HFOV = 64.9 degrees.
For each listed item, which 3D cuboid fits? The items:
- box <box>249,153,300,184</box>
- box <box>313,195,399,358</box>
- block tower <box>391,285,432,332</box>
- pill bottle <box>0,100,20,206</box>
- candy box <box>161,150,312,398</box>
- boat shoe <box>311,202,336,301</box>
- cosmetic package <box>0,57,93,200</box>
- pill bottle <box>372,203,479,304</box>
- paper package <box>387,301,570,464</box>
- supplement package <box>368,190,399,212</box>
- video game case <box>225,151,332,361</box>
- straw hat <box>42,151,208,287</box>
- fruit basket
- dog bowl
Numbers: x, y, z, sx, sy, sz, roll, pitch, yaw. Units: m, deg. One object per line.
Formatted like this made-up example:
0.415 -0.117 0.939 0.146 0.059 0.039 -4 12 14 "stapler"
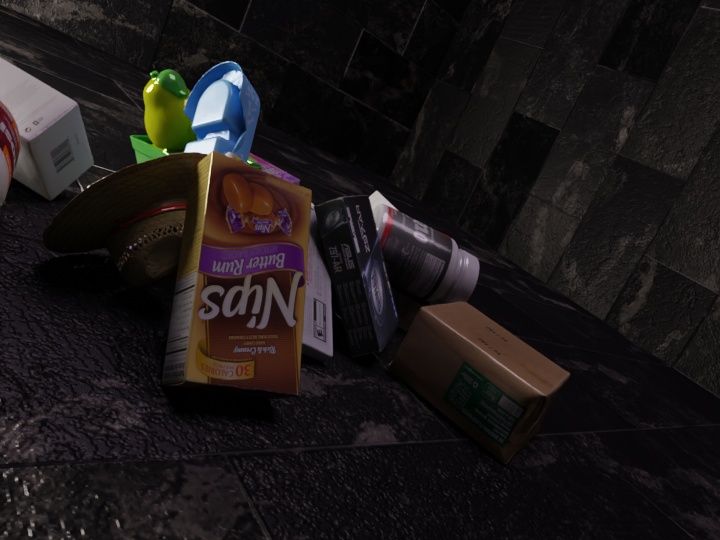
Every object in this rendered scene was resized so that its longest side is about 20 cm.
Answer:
-0.239 -0.178 1.136 0.195 0.099 0.176 29 13 0 "box"
0.000 0.000 0.801 0.042 0.208 0.160 -13 4 15 "box"
0.121 0.094 0.962 0.197 0.055 0.057 33 16 18 "block tower"
-0.389 -0.104 0.531 0.110 0.116 0.200 18 17 -33 "pill bottle"
-0.109 0.009 0.528 0.114 0.208 0.056 16 -21 -39 "candy box"
-0.085 -0.043 0.893 0.060 0.073 0.203 -42 103 -39 "boat shoe"
-0.446 -0.191 0.703 0.196 0.109 0.086 32 56 6 "cosmetic package"
0.096 -0.020 0.960 0.195 0.117 0.114 24 14 -14 "pill bottle"
0.166 0.140 0.781 0.198 0.106 0.189 36 17 26 "paper package"
0.048 -0.049 1.116 0.122 0.119 0.201 50 2 -27 "supplement package"
-0.100 -0.015 0.676 0.180 0.022 0.206 33 43 -42 "video game case"
-0.214 -0.030 0.588 0.087 0.197 0.200 62 20 5 "straw hat"
-0.260 -0.194 0.866 0.214 0.222 0.153 36 29 33 "fruit basket"
-0.189 -0.170 0.743 0.108 0.207 0.049 -2 -21 34 "dog bowl"
